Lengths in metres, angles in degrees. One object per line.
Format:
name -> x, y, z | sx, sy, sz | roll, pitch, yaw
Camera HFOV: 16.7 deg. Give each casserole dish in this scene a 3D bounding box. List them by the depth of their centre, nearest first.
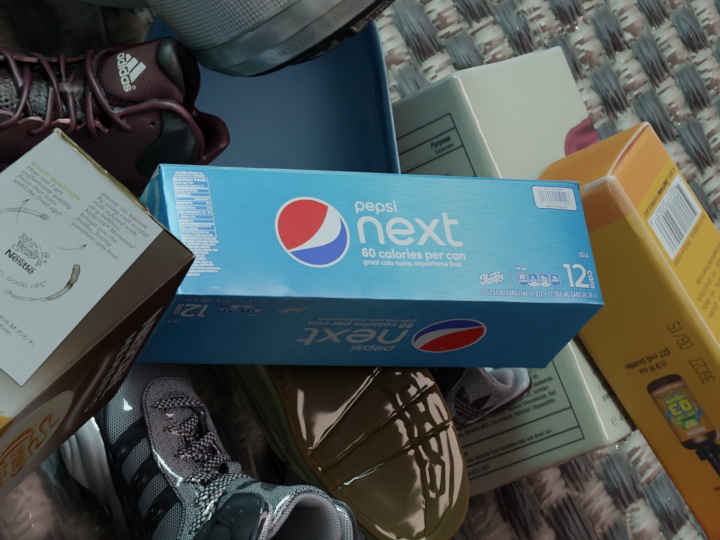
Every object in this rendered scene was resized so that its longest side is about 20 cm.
casserole dish -> -0.039, -0.050, 1.182 | 0.039, 0.121, 0.201 | 39, 42, -77

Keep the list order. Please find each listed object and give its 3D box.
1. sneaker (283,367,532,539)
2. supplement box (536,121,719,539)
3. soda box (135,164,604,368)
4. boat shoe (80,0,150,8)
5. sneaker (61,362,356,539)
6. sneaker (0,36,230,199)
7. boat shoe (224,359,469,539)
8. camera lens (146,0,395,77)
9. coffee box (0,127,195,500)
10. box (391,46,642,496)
sneaker -> 0.023, 0.089, 1.174 | 0.075, 0.114, 0.201 | 22, 55, -48
supplement box -> 0.157, 0.032, 1.197 | 0.200, 0.066, 0.069 | 58, 36, -12
soda box -> 0.000, 0.000, 1.068 | 0.199, 0.068, 0.064 | 2, 62, -22
boat shoe -> -0.159, -0.187, 1.153 | 0.200, 0.072, 0.069 | 20, 57, -32
sneaker -> -0.063, 0.093, 1.064 | 0.075, 0.114, 0.201 | 7, 66, -48
sneaker -> -0.139, -0.086, 1.077 | 0.200, 0.115, 0.076 | 22, 56, -42
boat shoe -> -0.024, 0.046, 1.123 | 0.073, 0.063, 0.201 | -39, 85, -17
camera lens -> -0.058, -0.199, 1.080 | 0.200, 0.160, 0.160 | 49, 41, -19
coffee box -> -0.165, 0.049, 0.947 | 0.080, 0.114, 0.200 | 41, 48, 6
box -> 0.069, 0.003, 1.264 | 0.109, 0.128, 0.201 | -20, 87, -52
